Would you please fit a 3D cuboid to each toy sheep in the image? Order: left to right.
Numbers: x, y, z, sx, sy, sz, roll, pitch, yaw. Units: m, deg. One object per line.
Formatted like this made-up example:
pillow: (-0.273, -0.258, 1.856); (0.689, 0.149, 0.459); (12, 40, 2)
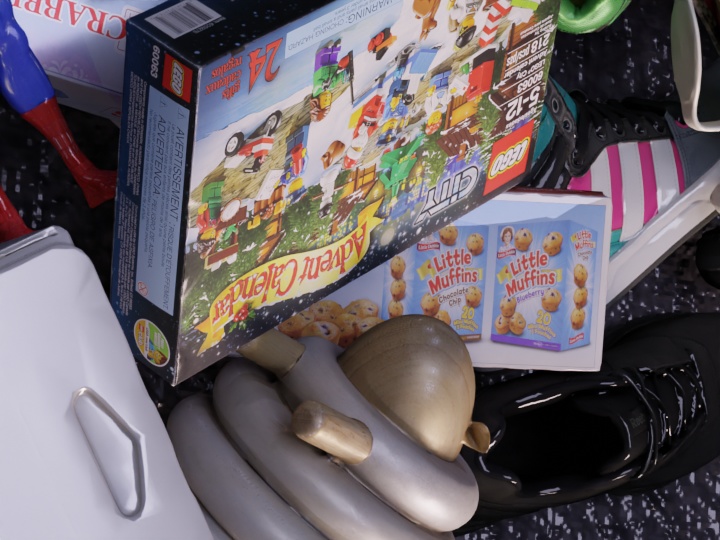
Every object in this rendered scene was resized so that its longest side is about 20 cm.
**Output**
toy sheep: (-0.030, 0.097, 1.006); (0.138, 0.138, 0.200); (41, 101, -17)

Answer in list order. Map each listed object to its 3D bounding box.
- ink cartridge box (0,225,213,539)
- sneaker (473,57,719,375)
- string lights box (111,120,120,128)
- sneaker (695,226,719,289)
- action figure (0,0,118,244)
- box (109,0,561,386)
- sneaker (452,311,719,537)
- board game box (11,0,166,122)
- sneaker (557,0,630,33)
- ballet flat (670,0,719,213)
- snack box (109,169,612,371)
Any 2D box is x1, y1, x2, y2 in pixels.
ink cartridge box: (-0.140, 0.077, 0.913); (0.083, 0.200, 0.146); (-26, 95, -28)
sneaker: (0.091, -0.062, 1.122); (0.200, 0.083, 0.121); (-42, 112, -24)
string lights box: (-0.117, -0.152, 1.036); (0.200, 0.059, 0.103); (43, 67, -16)
sneaker: (0.242, 0.019, 1.193); (0.199, 0.076, 0.088); (1, 89, -27)
action figure: (-0.141, -0.106, 0.891); (0.065, 0.099, 0.201); (-35, 97, -23)
box: (-0.005, -0.060, 0.955); (0.199, 0.038, 0.137); (-31, 141, -38)
sneaker: (0.108, 0.065, 1.106); (0.199, 0.091, 0.076); (-20, 91, -29)
board game box: (-0.089, -0.160, 0.994); (0.199, 0.041, 0.201); (17, 78, -23)
sneaker: (0.101, -0.192, 1.068); (0.077, 0.085, 0.201); (0, 111, 4)
ballet flat: (0.169, -0.065, 1.090); (0.071, 0.069, 0.201); (-27, 103, -15)
snack box: (0.000, 0.000, 1.051); (0.198, 0.024, 0.073); (3, 97, -7)
